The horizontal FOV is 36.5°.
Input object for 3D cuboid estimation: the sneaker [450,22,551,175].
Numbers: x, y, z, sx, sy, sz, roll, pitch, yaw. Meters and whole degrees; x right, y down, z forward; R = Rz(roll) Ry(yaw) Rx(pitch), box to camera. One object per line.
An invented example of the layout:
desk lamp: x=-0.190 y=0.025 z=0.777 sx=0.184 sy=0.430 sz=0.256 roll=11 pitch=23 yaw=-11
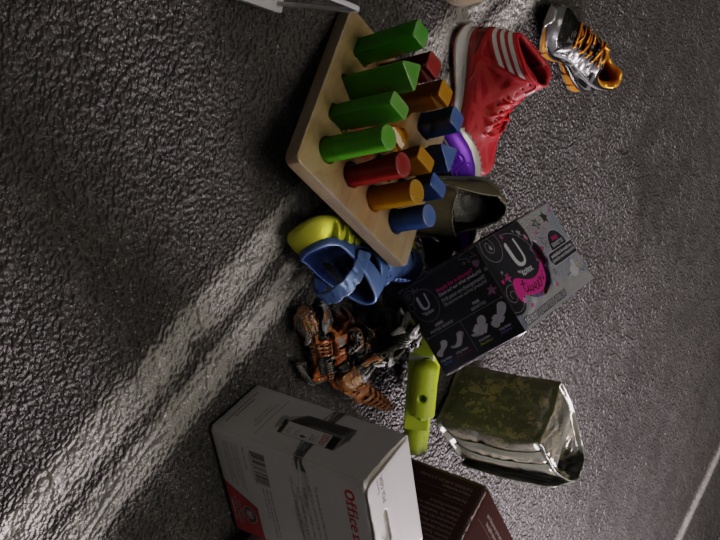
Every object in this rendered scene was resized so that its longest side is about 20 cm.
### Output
sneaker: x=0.176 y=-0.204 z=1.367 sx=0.078 sy=0.115 sz=0.201 roll=-39 pitch=132 yaw=-41

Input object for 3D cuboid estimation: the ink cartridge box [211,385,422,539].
ink cartridge box: x=-0.043 y=0.221 z=1.126 sx=0.083 sy=0.199 sz=0.148 roll=-41 pitch=133 yaw=-42

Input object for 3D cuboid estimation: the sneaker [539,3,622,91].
sneaker: x=0.318 y=-0.320 z=1.569 sx=0.200 sy=0.077 sz=0.079 roll=31 pitch=78 yaw=-54

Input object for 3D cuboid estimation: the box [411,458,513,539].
box: x=0.070 y=0.367 z=1.379 sx=0.201 sy=0.163 sz=0.166 roll=-57 pitch=143 yaw=-26

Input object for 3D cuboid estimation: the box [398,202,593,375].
box: x=0.162 y=0.016 z=1.278 sx=0.200 sy=0.132 sz=0.115 roll=-29 pitch=86 yaw=-52

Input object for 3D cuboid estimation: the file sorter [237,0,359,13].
file sorter: x=-0.060 y=-0.338 z=0.965 sx=0.138 sy=0.124 sz=0.202 roll=2 pitch=101 yaw=-55

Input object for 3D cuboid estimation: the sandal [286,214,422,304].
sandal: x=0.000 y=0.000 z=1.200 sx=0.199 sy=0.079 sz=0.088 roll=6 pitch=61 yaw=-49

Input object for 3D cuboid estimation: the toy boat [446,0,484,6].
toy boat: x=0.144 y=-0.409 z=1.246 sx=0.130 sy=0.131 sz=0.200 roll=-28 pitch=166 yaw=-48

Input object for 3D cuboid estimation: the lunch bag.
lunch bag: x=0.221 y=0.235 z=1.552 sx=0.118 sy=0.163 sz=0.200 roll=-65 pitch=145 yaw=-25

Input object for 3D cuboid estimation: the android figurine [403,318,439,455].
android figurine: x=0.080 y=0.122 z=1.364 sx=0.182 sy=0.041 sz=0.202 roll=-50 pitch=146 yaw=-81

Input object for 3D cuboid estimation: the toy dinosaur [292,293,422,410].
toy dinosaur: x=-0.008 y=0.091 z=1.252 sx=0.136 sy=0.102 sz=0.200 roll=-41 pitch=153 yaw=-11

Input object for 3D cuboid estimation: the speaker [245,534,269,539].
speaker: x=-0.089 y=0.316 z=1.204 sx=0.200 sy=0.081 sz=0.082 roll=-34 pitch=128 yaw=-46

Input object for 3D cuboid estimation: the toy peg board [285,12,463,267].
toy peg board: x=0.043 y=-0.143 z=1.142 sx=0.199 sy=0.097 sz=0.201 roll=43 pitch=54 yaw=-39

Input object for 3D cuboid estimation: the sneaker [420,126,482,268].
sneaker: x=0.098 y=-0.087 z=1.339 sx=0.099 sy=0.069 sz=0.201 roll=-42 pitch=133 yaw=-37

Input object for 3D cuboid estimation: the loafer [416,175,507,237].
loafer: x=0.084 y=-0.076 z=1.264 sx=0.198 sy=0.070 sz=0.076 roll=-9 pitch=107 yaw=-21
